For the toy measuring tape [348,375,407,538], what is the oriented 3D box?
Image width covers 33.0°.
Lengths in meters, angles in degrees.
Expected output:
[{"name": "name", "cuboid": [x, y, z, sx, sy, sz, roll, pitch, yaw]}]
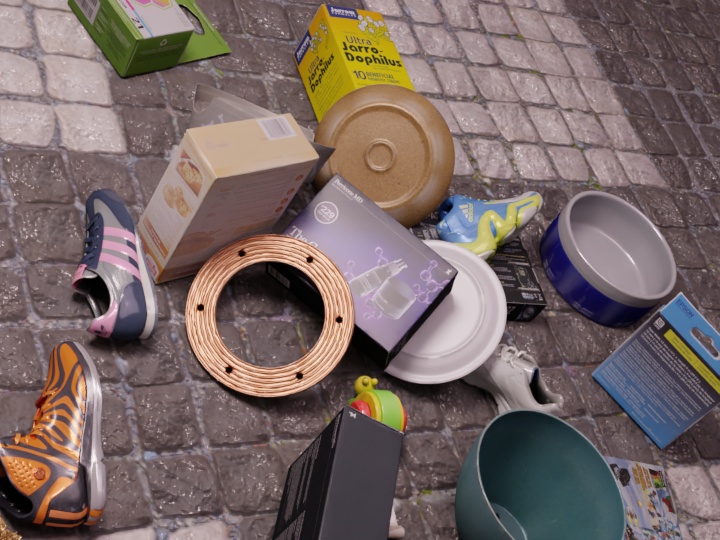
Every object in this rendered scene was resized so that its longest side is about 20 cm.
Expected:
[{"name": "toy measuring tape", "cuboid": [0.028, 0.206, 1.408, 0.073, 0.074, 0.202, 7, 51, -29]}]

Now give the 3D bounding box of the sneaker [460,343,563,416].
[{"name": "sneaker", "cuboid": [0.186, 0.126, 1.569, 0.200, 0.087, 0.074, 44, 46, 9]}]

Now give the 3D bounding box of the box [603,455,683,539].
[{"name": "box", "cuboid": [0.343, 0.334, 1.531, 0.136, 0.040, 0.202, 15, 48, -25]}]

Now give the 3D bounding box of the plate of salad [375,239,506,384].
[{"name": "plate of salad", "cuboid": [0.088, 0.055, 1.557, 0.198, 0.048, 0.202, -2, 63, 3]}]

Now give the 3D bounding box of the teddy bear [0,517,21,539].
[{"name": "teddy bear", "cuboid": [-0.376, 0.304, 1.068, 0.143, 0.067, 0.202, 8, 56, -16]}]

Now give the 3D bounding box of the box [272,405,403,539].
[{"name": "box", "cuboid": [-0.031, 0.265, 1.254, 0.078, 0.141, 0.201, 24, 45, -13]}]

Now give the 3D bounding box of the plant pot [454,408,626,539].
[{"name": "plant pot", "cuboid": [0.187, 0.281, 1.401, 0.198, 0.135, 0.202, 18, 47, -20]}]

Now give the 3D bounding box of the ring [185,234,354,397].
[{"name": "ring", "cuboid": [-0.106, 0.053, 1.428, 0.198, 0.019, 0.203, 1, 69, -3]}]

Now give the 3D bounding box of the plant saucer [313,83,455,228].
[{"name": "plant saucer", "cuboid": [0.028, -0.152, 1.632, 0.200, 0.201, 0.035, 41, 5, 4]}]

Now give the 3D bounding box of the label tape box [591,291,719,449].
[{"name": "label tape box", "cuboid": [0.430, 0.129, 1.646, 0.143, 0.200, 0.066, 47, 42, 11]}]

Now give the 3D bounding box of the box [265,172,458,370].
[{"name": "box", "cuboid": [0.000, 0.000, 1.505, 0.199, 0.079, 0.141, 38, 69, 10]}]

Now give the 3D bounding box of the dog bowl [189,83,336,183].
[{"name": "dog bowl", "cuboid": [-0.131, -0.174, 1.569, 0.198, 0.059, 0.200, 24, 9, -4]}]

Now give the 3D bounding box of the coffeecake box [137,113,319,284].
[{"name": "coffeecake box", "cuboid": [-0.163, -0.084, 1.431, 0.153, 0.200, 0.073, -16, 64, -42]}]

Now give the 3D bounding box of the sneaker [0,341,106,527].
[{"name": "sneaker", "cuboid": [-0.319, 0.157, 1.212, 0.111, 0.078, 0.202, 7, 51, -30]}]

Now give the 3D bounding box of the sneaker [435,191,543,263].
[{"name": "sneaker", "cuboid": [0.174, -0.080, 1.680, 0.105, 0.076, 0.200, 44, 43, 7]}]

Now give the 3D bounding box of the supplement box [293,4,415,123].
[{"name": "supplement box", "cuboid": [-0.005, -0.273, 1.764, 0.108, 0.110, 0.201, 1, 54, -33]}]

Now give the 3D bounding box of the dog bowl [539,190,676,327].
[{"name": "dog bowl", "cuboid": [0.371, -0.018, 1.821, 0.198, 0.079, 0.202, 18, 47, -20]}]

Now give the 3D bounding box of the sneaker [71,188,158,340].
[{"name": "sneaker", "cuboid": [-0.293, -0.012, 1.378, 0.081, 0.070, 0.201, -1, 53, -37]}]

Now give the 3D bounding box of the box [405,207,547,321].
[{"name": "box", "cuboid": [0.149, -0.011, 1.692, 0.198, 0.044, 0.161, 4, 52, -31]}]

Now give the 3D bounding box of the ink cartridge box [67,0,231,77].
[{"name": "ink cartridge box", "cuboid": [-0.279, -0.362, 1.681, 0.199, 0.076, 0.148, -23, 69, -42]}]
